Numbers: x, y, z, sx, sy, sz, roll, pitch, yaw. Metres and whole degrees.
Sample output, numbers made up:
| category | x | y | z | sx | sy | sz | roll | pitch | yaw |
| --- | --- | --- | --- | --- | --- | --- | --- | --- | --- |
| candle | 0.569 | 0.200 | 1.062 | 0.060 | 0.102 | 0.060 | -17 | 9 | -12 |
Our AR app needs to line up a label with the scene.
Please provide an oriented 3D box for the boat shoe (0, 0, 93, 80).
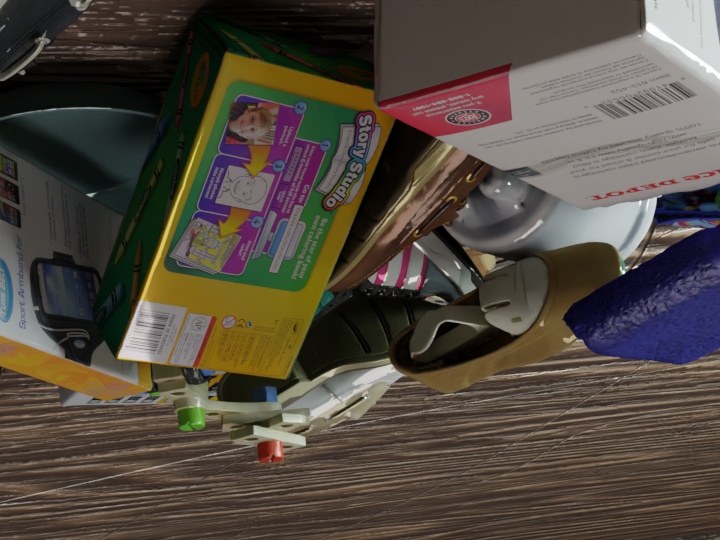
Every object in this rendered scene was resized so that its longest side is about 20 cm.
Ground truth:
| category | x | y | z | sx | sy | sz | roll | pitch | yaw |
| --- | --- | --- | --- | --- | --- | --- | --- | --- | --- |
| boat shoe | -0.176 | -0.124 | 0.674 | 0.060 | 0.076 | 0.200 | 14 | 149 | -37 |

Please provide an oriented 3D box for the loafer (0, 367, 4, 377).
| category | x | y | z | sx | sy | sz | roll | pitch | yaw |
| --- | --- | --- | --- | --- | --- | --- | --- | --- | --- |
| loafer | -0.314 | 0.037 | 1.024 | 0.073 | 0.072 | 0.200 | -17 | 158 | 17 |

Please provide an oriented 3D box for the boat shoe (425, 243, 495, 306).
| category | x | y | z | sx | sy | sz | roll | pitch | yaw |
| --- | --- | --- | --- | --- | --- | --- | --- | --- | --- |
| boat shoe | 0.015 | -0.028 | 1.040 | 0.199 | 0.076 | 0.074 | 8 | 121 | -26 |

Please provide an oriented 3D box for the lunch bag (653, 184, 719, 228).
| category | x | y | z | sx | sy | sz | roll | pitch | yaw |
| --- | --- | --- | --- | --- | --- | --- | --- | --- | --- |
| lunch bag | 0.341 | -0.068 | 1.089 | 0.150 | 0.094 | 0.200 | 1 | 169 | -30 |

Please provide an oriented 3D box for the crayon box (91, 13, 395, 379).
| category | x | y | z | sx | sy | sz | roll | pitch | yaw |
| --- | --- | --- | --- | --- | --- | --- | --- | --- | --- |
| crayon box | -0.069 | -0.037 | 0.812 | 0.119 | 0.058 | 0.200 | 10 | 113 | -33 |

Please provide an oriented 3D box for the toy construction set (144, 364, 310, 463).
| category | x | y | z | sx | sy | sz | roll | pitch | yaw |
| --- | --- | --- | --- | --- | --- | --- | --- | --- | --- |
| toy construction set | -0.108 | 0.044 | 0.966 | 0.092 | 0.200 | 0.131 | -25 | 157 | 7 |

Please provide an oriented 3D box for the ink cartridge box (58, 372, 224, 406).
| category | x | y | z | sx | sy | sz | roll | pitch | yaw |
| --- | --- | --- | --- | --- | --- | --- | --- | --- | --- |
| ink cartridge box | -0.147 | 0.062 | 1.154 | 0.200 | 0.084 | 0.176 | 3 | 155 | -33 |

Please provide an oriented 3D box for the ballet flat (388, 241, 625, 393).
| category | x | y | z | sx | sy | sz | roll | pitch | yaw |
| --- | --- | --- | --- | --- | --- | --- | --- | --- | --- |
| ballet flat | 0.089 | 0.034 | 0.908 | 0.063 | 0.069 | 0.200 | 16 | 146 | -29 |

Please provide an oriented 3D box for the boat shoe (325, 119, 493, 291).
| category | x | y | z | sx | sy | sz | roll | pitch | yaw |
| --- | --- | --- | --- | --- | --- | --- | --- | --- | --- |
| boat shoe | 0.034 | -0.047 | 0.833 | 0.067 | 0.072 | 0.200 | 16 | 136 | -26 |

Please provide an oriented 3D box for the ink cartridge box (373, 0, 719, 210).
| category | x | y | z | sx | sy | sz | roll | pitch | yaw |
| --- | --- | --- | --- | --- | --- | --- | --- | --- | --- |
| ink cartridge box | 0.123 | -0.103 | 0.686 | 0.145 | 0.085 | 0.200 | -11 | 161 | 38 |

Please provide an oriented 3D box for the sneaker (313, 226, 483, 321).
| category | x | y | z | sx | sy | sz | roll | pitch | yaw |
| --- | --- | --- | --- | --- | --- | --- | --- | --- | --- |
| sneaker | 0.000 | 0.000 | 0.962 | 0.121 | 0.084 | 0.200 | -43 | 124 | 11 |

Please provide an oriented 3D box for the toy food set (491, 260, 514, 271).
| category | x | y | z | sx | sy | sz | roll | pitch | yaw |
| --- | --- | --- | --- | --- | --- | --- | --- | --- | --- |
| toy food set | 0.126 | 0.049 | 1.288 | 0.199 | 0.061 | 0.143 | -17 | 159 | 15 |

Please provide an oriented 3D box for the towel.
| category | x | y | z | sx | sy | sz | roll | pitch | yaw |
| --- | --- | --- | --- | --- | --- | --- | --- | --- | --- |
| towel | 0.230 | -0.010 | 0.798 | 0.200 | 0.050 | 0.147 | -34 | 151 | 33 |

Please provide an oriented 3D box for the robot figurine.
| category | x | y | z | sx | sy | sz | roll | pitch | yaw |
| --- | --- | --- | --- | --- | --- | --- | --- | --- | --- |
| robot figurine | 0.127 | -0.059 | 0.936 | 0.169 | 0.113 | 0.200 | -10 | 164 | 39 |

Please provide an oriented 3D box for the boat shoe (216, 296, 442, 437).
| category | x | y | z | sx | sy | sz | roll | pitch | yaw |
| --- | --- | --- | --- | --- | --- | --- | --- | --- | --- |
| boat shoe | -0.013 | 0.077 | 1.091 | 0.200 | 0.075 | 0.068 | -22 | 137 | 0 |

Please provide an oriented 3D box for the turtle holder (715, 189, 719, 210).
| category | x | y | z | sx | sy | sz | roll | pitch | yaw |
| --- | --- | --- | --- | --- | --- | --- | --- | --- | --- |
| turtle holder | 0.268 | -0.108 | 0.850 | 0.131 | 0.141 | 0.186 | -26 | 153 | -6 |

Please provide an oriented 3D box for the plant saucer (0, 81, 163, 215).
| category | x | y | z | sx | sy | sz | roll | pitch | yaw |
| --- | --- | --- | --- | --- | --- | --- | --- | --- | --- |
| plant saucer | -0.188 | -0.068 | 0.867 | 0.199 | 0.036 | 0.200 | -9 | 160 | -3 |

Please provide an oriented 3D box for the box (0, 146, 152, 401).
| category | x | y | z | sx | sy | sz | roll | pitch | yaw |
| --- | --- | --- | --- | --- | --- | --- | --- | --- | --- |
| box | -0.196 | 0.001 | 0.824 | 0.041 | 0.119 | 0.200 | -16 | 158 | 21 |
